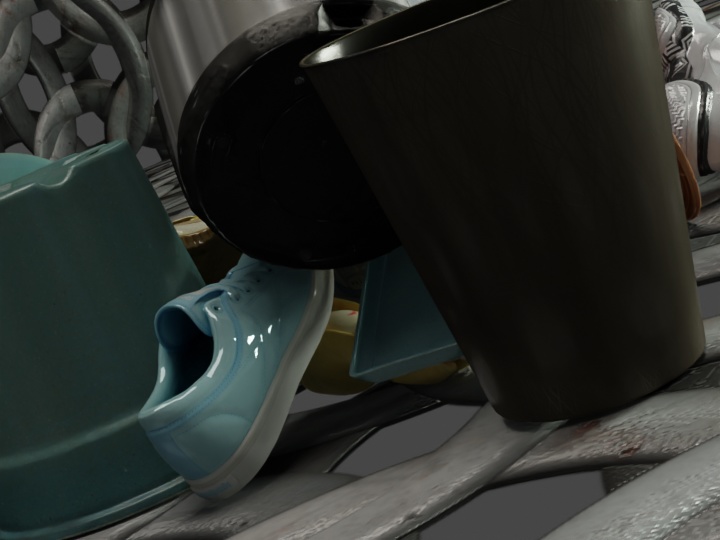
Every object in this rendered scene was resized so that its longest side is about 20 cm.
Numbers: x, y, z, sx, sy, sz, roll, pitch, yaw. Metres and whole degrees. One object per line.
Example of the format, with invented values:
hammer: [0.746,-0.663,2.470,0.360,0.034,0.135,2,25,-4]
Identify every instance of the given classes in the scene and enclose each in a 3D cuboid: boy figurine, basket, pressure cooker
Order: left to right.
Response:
pressure cooker: [-0.032,-0.119,0.972,0.178,0.176,0.200,-13,41,-8]
boy figurine: [0.050,0.023,0.989,0.200,0.065,0.124,-16,21,25]
basket: [0.087,-0.040,0.822,0.180,0.200,0.136,-25,14,-16]

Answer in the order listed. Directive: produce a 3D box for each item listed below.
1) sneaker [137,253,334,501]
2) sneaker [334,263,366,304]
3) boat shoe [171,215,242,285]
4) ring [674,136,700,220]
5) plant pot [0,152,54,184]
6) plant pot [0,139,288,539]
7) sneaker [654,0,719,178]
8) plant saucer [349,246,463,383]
sneaker: [-0.072,0.028,0.954,0.074,0.082,0.200,-22,35,30]
sneaker: [0.000,0.000,1.112,0.087,0.075,0.200,-19,-11,-43]
boat shoe: [-0.123,0.001,1.170,0.199,0.074,0.066,-14,3,-4]
ring: [0.150,-0.108,1.099,0.019,0.201,0.200,-37,11,-4]
plant pot: [-0.319,0.019,1.485,0.200,0.201,0.161,-20,24,13]
plant pot: [-0.174,0.036,1.034,0.200,0.197,0.200,-23,10,4]
sneaker: [0.268,-0.133,1.192,0.115,0.075,0.200,-1,37,8]
plant saucer: [0.037,-0.013,0.966,0.070,0.019,0.200,-20,35,22]
